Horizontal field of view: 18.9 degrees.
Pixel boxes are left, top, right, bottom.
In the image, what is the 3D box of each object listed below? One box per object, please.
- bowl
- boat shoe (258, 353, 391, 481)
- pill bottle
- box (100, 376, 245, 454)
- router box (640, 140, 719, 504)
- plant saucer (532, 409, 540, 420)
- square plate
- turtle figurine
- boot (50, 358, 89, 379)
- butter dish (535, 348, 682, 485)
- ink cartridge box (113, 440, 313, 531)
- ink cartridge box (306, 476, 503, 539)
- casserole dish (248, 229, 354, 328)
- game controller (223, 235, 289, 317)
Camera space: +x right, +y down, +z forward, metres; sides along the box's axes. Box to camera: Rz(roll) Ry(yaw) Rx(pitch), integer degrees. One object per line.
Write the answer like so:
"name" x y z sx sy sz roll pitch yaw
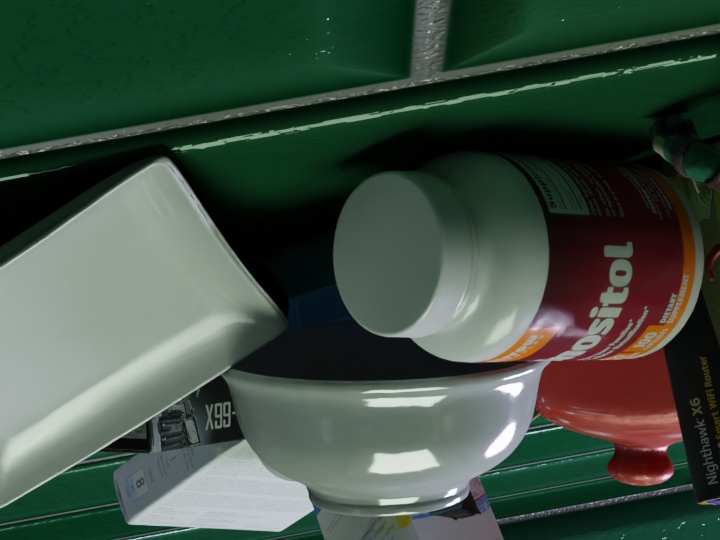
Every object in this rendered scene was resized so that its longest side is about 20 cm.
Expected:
"bowl" 0.015 0.088 1.266 0.199 0.091 0.201 -2 -172 0
"boat shoe" 0.007 0.073 1.396 0.200 0.072 0.071 -39 173 -29
"pill bottle" 0.085 -0.007 1.177 0.199 0.114 0.113 1 164 -42
"box" -0.150 0.086 1.418 0.199 0.050 0.157 -3 -179 41
"router box" 0.248 0.019 1.226 0.156 0.201 0.052 -17 167 26
"plant saucer" 0.124 0.073 1.571 0.200 0.030 0.200 -39 -175 4
"square plate" -0.154 0.033 1.137 0.199 0.029 0.198 -32 149 1
"turtle figurine" 0.233 -0.059 1.125 0.149 0.101 0.200 -10 162 0
"boot" -0.228 0.067 1.218 0.199 0.073 0.167 -18 141 2
"butter dish" 0.181 0.064 1.394 0.198 0.149 0.199 1 -179 9
"ink cartridge box" -0.054 0.122 1.543 0.200 0.048 0.160 -38 149 32
"ink cartridge box" 0.037 0.187 1.447 0.067 0.201 0.116 -5 149 -29
"casserole dish" 0.000 0.000 1.309 0.199 0.039 0.121 -16 169 26
"game controller" -0.143 0.025 1.259 0.199 0.042 0.104 -17 150 26
